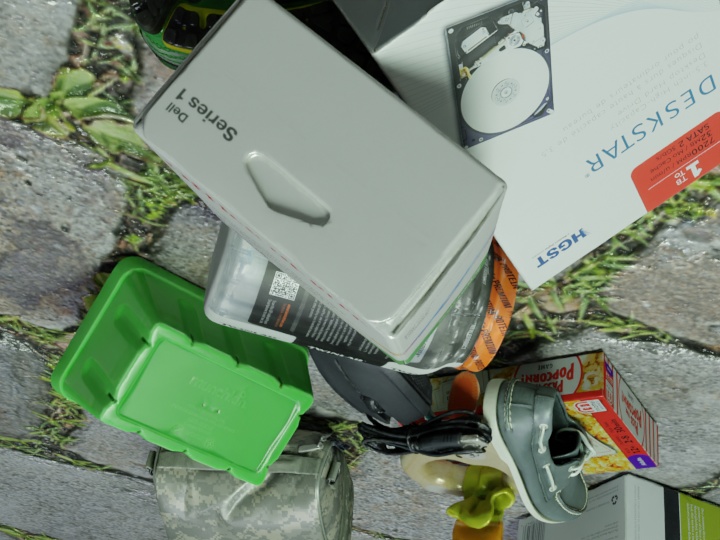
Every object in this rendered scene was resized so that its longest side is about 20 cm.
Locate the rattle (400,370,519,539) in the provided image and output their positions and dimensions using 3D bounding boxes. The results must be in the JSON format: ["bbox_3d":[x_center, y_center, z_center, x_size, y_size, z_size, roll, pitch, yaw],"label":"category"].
[{"bbox_3d":[0.083,0.193,0.940,0.130,0.143,0.200,22,156,15],"label":"rattle"}]

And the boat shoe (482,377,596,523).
[{"bbox_3d":[0.166,0.159,0.922,0.061,0.073,0.200,-7,138,29],"label":"boat shoe"}]

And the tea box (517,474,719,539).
[{"bbox_3d":[0.307,0.339,1.200,0.196,0.134,0.200,23,146,-20],"label":"tea box"}]

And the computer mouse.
[{"bbox_3d":[0.010,0.079,0.859,0.138,0.053,0.201,-8,117,43],"label":"computer mouse"}]

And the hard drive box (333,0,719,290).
[{"bbox_3d":[0.099,-0.107,0.542,0.156,0.077,0.200,-35,137,7],"label":"hard drive box"}]

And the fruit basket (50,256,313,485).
[{"bbox_3d":[-0.162,0.087,0.947,0.215,0.156,0.216,32,-175,-3],"label":"fruit basket"}]

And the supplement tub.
[{"bbox_3d":[0.000,0.000,0.750,0.199,0.123,0.123,16,147,-10],"label":"supplement tub"}]

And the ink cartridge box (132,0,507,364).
[{"bbox_3d":[-0.011,-0.033,0.536,0.145,0.084,0.200,39,176,8],"label":"ink cartridge box"}]

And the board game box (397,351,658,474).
[{"bbox_3d":[0.158,0.143,1.009,0.199,0.047,0.152,-13,141,30],"label":"board game box"}]

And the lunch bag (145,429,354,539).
[{"bbox_3d":[-0.106,0.231,1.122,0.199,0.140,0.168,1,148,11],"label":"lunch bag"}]

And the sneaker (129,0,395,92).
[{"bbox_3d":[-0.025,-0.137,0.605,0.199,0.079,0.085,8,172,-5],"label":"sneaker"}]
